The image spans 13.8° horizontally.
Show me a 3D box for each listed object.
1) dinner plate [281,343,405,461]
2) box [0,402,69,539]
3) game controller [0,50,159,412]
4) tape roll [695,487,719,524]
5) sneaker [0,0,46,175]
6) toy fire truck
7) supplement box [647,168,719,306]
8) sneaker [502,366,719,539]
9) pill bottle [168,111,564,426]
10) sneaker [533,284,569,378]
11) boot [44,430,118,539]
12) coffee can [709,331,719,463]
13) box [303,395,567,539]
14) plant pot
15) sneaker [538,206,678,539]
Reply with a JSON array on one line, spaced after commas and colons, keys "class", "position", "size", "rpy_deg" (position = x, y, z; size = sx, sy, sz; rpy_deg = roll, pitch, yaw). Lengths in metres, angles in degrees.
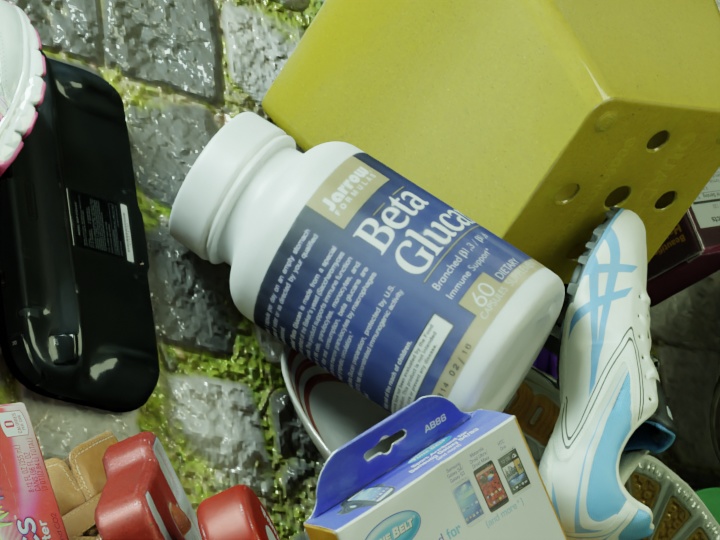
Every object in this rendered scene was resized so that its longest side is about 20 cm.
[{"class": "dinner plate", "position": [0.030, 0.110, 1.629], "size": [0.200, 0.024, 0.200], "rpy_deg": [37, 19, -15]}, {"class": "box", "position": [-0.188, 0.173, 1.360], "size": [0.102, 0.095, 0.201], "rpy_deg": [-6, 71, -48]}, {"class": "game controller", "position": [-0.154, -0.023, 1.566], "size": [0.104, 0.042, 0.201], "rpy_deg": [25, 50, -52]}, {"class": "tape roll", "position": [0.225, 0.231, 1.777], "size": [0.200, 0.048, 0.201], "rpy_deg": [24, 51, -34]}, {"class": "sneaker", "position": [-0.219, -0.060, 1.471], "size": [0.088, 0.081, 0.201], "rpy_deg": [27, 56, -17]}, {"class": "toy fire truck", "position": [-0.065, 0.176, 1.353], "size": [0.201, 0.112, 0.168], "rpy_deg": [63, 4, -7]}, {"class": "supplement box", "position": [0.160, -0.084, 1.854], "size": [0.085, 0.110, 0.201], "rpy_deg": [-9, 74, -48]}, {"class": "sneaker", "position": [0.137, 0.114, 1.682], "size": [0.200, 0.076, 0.088], "rpy_deg": [42, 18, -1]}, {"class": "pill bottle", "position": [0.000, 0.000, 1.601], "size": [0.200, 0.111, 0.111], "rpy_deg": [32, 39, 13]}, {"class": "sneaker", "position": [0.102, 0.027, 1.736], "size": [0.200, 0.099, 0.070], "rpy_deg": [48, 39, -13]}, {"class": "boot", "position": [-0.095, 0.151, 1.488], "size": [0.200, 0.074, 0.155], "rpy_deg": [-14, 73, -51]}, {"class": "coffee can", "position": [0.294, 0.042, 1.852], "size": [0.146, 0.146, 0.200], "rpy_deg": [44, 28, -17]}, {"class": "box", "position": [0.054, 0.166, 1.519], "size": [0.119, 0.041, 0.201], "rpy_deg": [-32, 110, -24]}, {"class": "plant pot", "position": [0.100, -0.101, 1.695], "size": [0.199, 0.200, 0.177], "rpy_deg": [4, 41, -44]}, {"class": "sneaker", "position": [0.138, 0.058, 1.607], "size": [0.072, 0.072, 0.201], "rpy_deg": [8, 61, 5]}]
